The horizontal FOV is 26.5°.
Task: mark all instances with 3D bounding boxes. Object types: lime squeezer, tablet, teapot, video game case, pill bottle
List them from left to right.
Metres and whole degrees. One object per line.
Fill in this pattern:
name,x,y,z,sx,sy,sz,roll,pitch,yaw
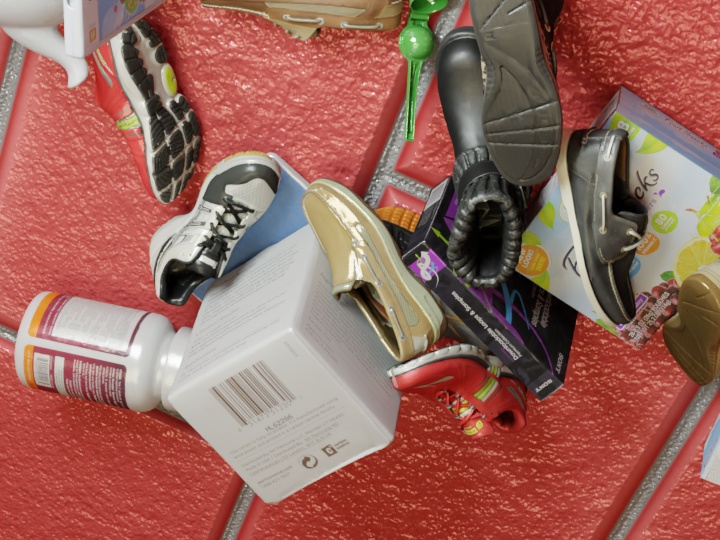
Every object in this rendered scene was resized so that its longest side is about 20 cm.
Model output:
teapot,-0.278,-0.312,1.424,0.145,0.198,0.200,13,144,-21
pill bottle,-0.268,0.094,1.680,0.199,0.110,0.110,11,122,10
video game case,-0.209,-0.310,1.376,0.022,0.200,0.183,14,122,16
tablet,-0.109,-0.023,1.623,0.130,0.014,0.200,42,121,-10
lime squeezer,0.066,-0.221,1.429,0.071,0.038,0.201,49,134,37

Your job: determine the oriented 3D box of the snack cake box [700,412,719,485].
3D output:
snack cake box,0.429,0.136,1.528,0.114,0.067,0.201,21,123,6

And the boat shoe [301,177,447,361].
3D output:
boat shoe,0.000,0.000,1.495,0.200,0.076,0.072,50,147,9

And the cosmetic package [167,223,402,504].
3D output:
cosmetic package,-0.065,0.089,1.553,0.167,0.200,0.166,-30,115,27

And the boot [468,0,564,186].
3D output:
boot,0.147,-0.193,1.368,0.073,0.151,0.201,-7,116,19

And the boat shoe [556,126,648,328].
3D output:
boat shoe,0.231,-0.036,1.402,0.067,0.072,0.201,-4,116,24

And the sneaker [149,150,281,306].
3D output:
sneaker,-0.144,-0.036,1.557,0.075,0.088,0.200,23,130,-28

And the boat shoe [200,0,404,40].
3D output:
boat shoe,-0.054,-0.252,1.440,0.199,0.076,0.074,3,123,16

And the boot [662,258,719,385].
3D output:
boot,0.368,0.021,1.456,0.073,0.155,0.200,48,165,25

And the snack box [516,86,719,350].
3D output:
snack box,0.259,-0.048,1.470,0.168,0.068,0.200,33,122,-5

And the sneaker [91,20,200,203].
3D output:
sneaker,-0.224,-0.165,1.543,0.084,0.077,0.201,9,125,36

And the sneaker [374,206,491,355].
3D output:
sneaker,0.070,0.022,1.565,0.200,0.076,0.092,39,127,-6

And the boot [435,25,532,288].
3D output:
boot,0.112,-0.106,1.424,0.079,0.158,0.212,-9,116,21

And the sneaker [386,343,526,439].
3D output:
sneaker,0.109,0.127,1.546,0.077,0.085,0.199,-25,154,38

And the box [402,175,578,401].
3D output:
box,0.132,0.015,1.499,0.036,0.143,0.200,-36,105,29
